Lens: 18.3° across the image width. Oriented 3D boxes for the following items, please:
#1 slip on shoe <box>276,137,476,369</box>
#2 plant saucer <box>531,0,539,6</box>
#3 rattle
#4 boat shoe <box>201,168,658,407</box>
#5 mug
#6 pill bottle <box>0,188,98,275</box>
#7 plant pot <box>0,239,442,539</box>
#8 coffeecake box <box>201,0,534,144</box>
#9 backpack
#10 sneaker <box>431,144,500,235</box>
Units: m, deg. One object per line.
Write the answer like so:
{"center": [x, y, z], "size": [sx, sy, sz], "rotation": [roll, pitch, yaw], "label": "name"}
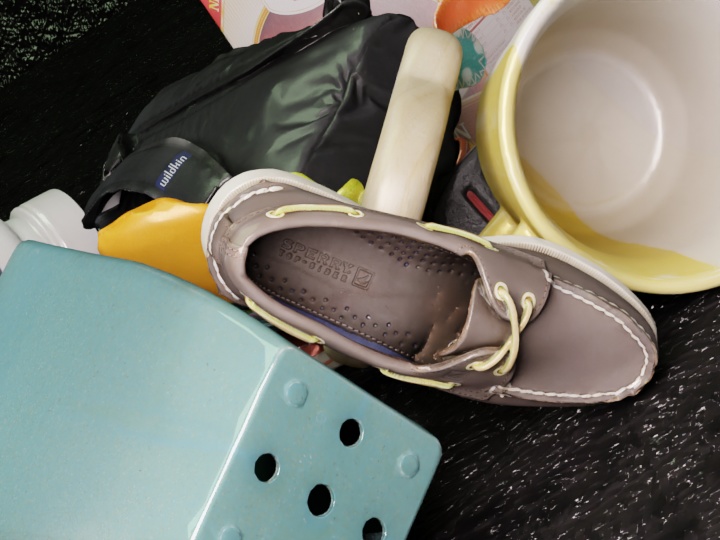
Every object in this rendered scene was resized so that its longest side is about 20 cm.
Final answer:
{"center": [0.000, 0.000, 1.227], "size": [0.199, 0.061, 0.074], "rotation": [-37, 16, -2], "label": "slip on shoe"}
{"center": [0.185, -0.243, 1.479], "size": [0.199, 0.048, 0.201], "rotation": [-7, 57, 54], "label": "plant saucer"}
{"center": [-0.017, -0.066, 1.022], "size": [0.142, 0.130, 0.202], "rotation": [8, 69, 14], "label": "rattle"}
{"center": [0.033, 0.015, 0.895], "size": [0.060, 0.199, 0.072], "rotation": [-122, 53, -71], "label": "boat shoe"}
{"center": [0.102, -0.061, 1.026], "size": [0.185, 0.151, 0.153], "rotation": [-17, 4, -9], "label": "mug"}
{"center": [-0.248, 0.032, 1.329], "size": [0.199, 0.112, 0.111], "rotation": [-30, 12, -23], "label": "pill bottle"}
{"center": [-0.071, 0.084, 0.914], "size": [0.199, 0.141, 0.142], "rotation": [4, 64, 56], "label": "plant pot"}
{"center": [0.021, -0.126, 1.293], "size": [0.153, 0.201, 0.073], "rotation": [-21, 20, 43], "label": "coffeecake box"}
{"center": [-0.050, -0.041, 1.159], "size": [0.199, 0.127, 0.167], "rotation": [-13, 37, 48], "label": "backpack"}
{"center": [0.115, -0.062, 1.186], "size": [0.200, 0.074, 0.087], "rotation": [-37, 1, -20], "label": "sneaker"}
